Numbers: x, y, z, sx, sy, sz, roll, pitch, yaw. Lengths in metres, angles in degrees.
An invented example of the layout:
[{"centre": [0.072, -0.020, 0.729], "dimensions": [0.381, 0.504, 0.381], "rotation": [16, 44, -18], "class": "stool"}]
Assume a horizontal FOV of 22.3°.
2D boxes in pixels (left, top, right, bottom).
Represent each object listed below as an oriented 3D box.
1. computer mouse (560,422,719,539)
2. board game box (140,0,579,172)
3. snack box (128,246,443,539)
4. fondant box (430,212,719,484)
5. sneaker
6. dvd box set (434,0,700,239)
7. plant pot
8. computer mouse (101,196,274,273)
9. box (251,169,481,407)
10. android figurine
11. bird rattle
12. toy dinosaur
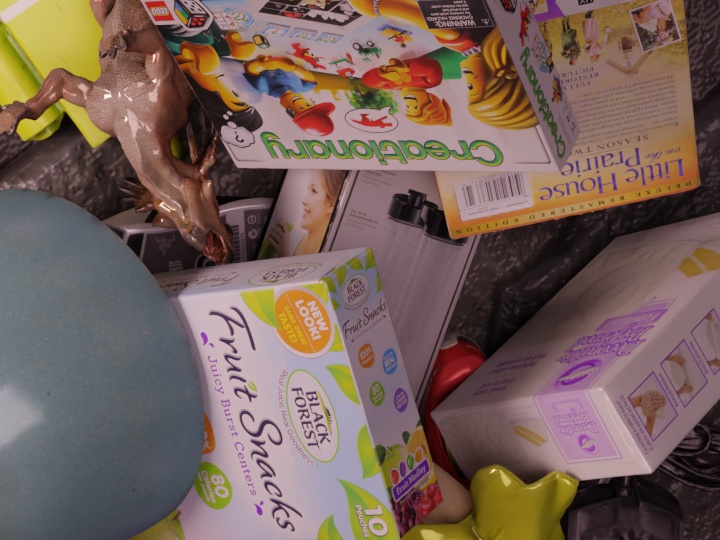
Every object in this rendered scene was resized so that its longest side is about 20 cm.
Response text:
[{"centre": [0.163, 0.189, 1.155], "dimensions": [0.137, 0.053, 0.202], "rotation": [12, 83, -15], "class": "computer mouse"}, {"centre": [-0.002, -0.105, 0.911], "dimensions": [0.035, 0.198, 0.127], "rotation": [-62, 140, -33], "class": "board game box"}, {"centre": [-0.065, 0.070, 0.973], "dimensions": [0.053, 0.198, 0.144], "rotation": [-35, 113, -50], "class": "snack box"}, {"centre": [0.155, 0.042, 1.044], "dimensions": [0.200, 0.144, 0.059], "rotation": [-41, 106, -35], "class": "fondant box"}, {"centre": [0.069, 0.139, 1.106], "dimensions": [0.076, 0.085, 0.202], "rotation": [-16, 100, -9], "class": "sneaker"}, {"centre": [0.099, -0.106, 0.954], "dimensions": [0.145, 0.030, 0.201], "rotation": [-12, 137, 6], "class": "dvd box set"}, {"centre": [-0.198, 0.075, 0.949], "dimensions": [0.134, 0.199, 0.202], "rotation": [-32, 106, -48], "class": "plant pot"}, {"centre": [-0.124, -0.003, 1.063], "dimensions": [0.198, 0.044, 0.111], "rotation": [-8, 113, -17], "class": "computer mouse"}, {"centre": [0.000, 0.000, 1.057], "dimensions": [0.116, 0.060, 0.202], "rotation": [13, 100, -41], "class": "box"}, {"centre": [-0.142, -0.157, 1.046], "dimensions": [0.181, 0.041, 0.201], "rotation": [-38, 106, -5], "class": "android figurine"}, {"centre": [0.057, 0.165, 1.044], "dimensions": [0.113, 0.201, 0.163], "rotation": [-42, 62, -17], "class": "bird rattle"}, {"centre": [-0.111, -0.110, 0.999], "dimensions": [0.135, 0.085, 0.202], "rotation": [30, 65, -51], "class": "toy dinosaur"}]
